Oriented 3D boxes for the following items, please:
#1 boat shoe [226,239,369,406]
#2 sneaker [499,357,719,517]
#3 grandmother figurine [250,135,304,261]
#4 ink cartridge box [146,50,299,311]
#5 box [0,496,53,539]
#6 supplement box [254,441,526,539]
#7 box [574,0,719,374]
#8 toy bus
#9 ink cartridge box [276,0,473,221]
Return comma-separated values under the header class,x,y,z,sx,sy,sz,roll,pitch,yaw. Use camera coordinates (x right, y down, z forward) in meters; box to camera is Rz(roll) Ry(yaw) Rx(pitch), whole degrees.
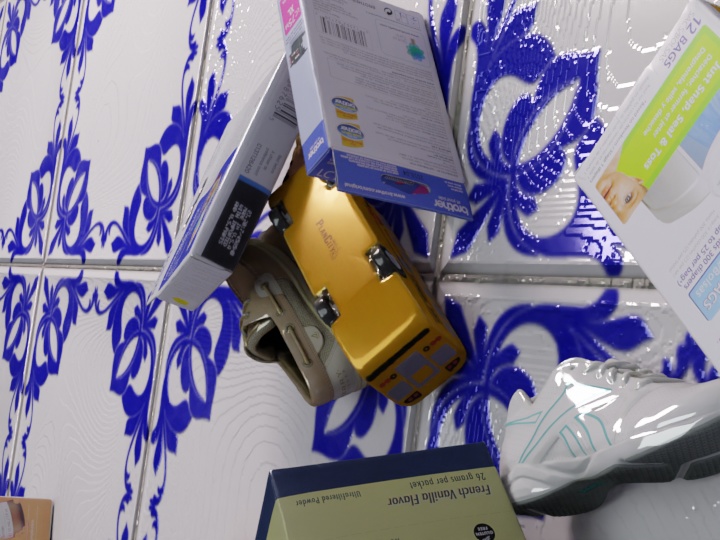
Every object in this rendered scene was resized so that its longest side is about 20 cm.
class,x,y,z,sx,sy,sz,roll,pitch,yaw
boat shoe,-0.067,0.040,0.932,0.200,0.065,0.073,41,149,42
sneaker,0.137,0.079,0.625,0.200,0.070,0.081,-32,52,52
grandmother figurine,-0.043,-0.074,0.980,0.121,0.060,0.201,-81,13,-62
ink cartridge box,-0.106,-0.067,0.968,0.199,0.047,0.200,-69,12,-19
box,-0.505,0.365,1.461,0.106,0.199,0.153,-26,61,53
supplement box,0.021,0.242,0.654,0.201,0.133,0.201,104,154,-44
box,0.202,-0.016,0.514,0.113,0.101,0.201,-60,37,30
toy bus,0.000,0.000,0.847,0.065,0.078,0.200,-41,44,11
ink cartridge box,0.008,-0.120,0.842,0.042,0.119,0.201,-45,45,41
